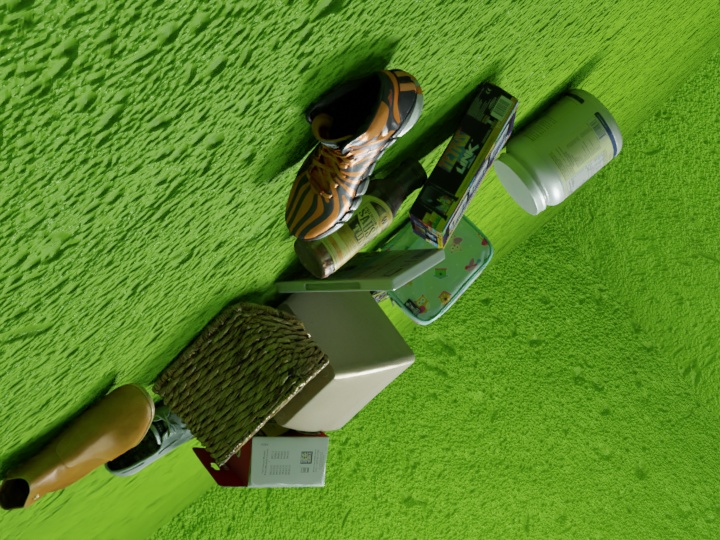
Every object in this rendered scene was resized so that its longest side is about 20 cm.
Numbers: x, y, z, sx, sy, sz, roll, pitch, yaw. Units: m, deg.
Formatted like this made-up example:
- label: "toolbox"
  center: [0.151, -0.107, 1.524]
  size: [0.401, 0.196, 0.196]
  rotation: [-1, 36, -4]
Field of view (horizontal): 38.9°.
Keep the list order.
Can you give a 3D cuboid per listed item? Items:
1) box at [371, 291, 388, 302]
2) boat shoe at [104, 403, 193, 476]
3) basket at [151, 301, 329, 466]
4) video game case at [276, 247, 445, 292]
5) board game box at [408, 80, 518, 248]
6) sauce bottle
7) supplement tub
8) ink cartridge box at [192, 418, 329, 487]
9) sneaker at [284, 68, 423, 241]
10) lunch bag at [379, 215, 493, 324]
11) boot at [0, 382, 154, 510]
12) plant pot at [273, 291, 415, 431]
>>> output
- label: "box"
  center: [0.055, 0.006, 1.967]
  size: [0.160, 0.044, 0.199]
  rotation: [-44, 171, 23]
- label: "boat shoe"
  center: [-0.301, 0.245, 1.543]
  size: [0.200, 0.070, 0.072]
  rotation: [-38, 175, -1]
- label: "basket"
  center: [-0.160, 0.138, 1.414]
  size: [0.200, 0.149, 0.143]
  rotation: [-45, 176, 23]
- label: "video game case"
  center: [0.000, 0.000, 1.419]
  size: [0.197, 0.018, 0.143]
  rotation: [-2, -163, 36]
- label: "board game box"
  center: [0.138, -0.137, 1.382]
  size: [0.202, 0.056, 0.165]
  rotation: [-59, 173, -4]
- label: "sauce bottle"
  center: [0.005, -0.072, 1.295]
  size: [0.200, 0.066, 0.066]
  rotation: [-42, 173, -21]
- label: "supplement tub"
  center: [0.349, -0.209, 1.816]
  size: [0.199, 0.146, 0.145]
  rotation: [-39, 171, -5]
- label: "ink cartridge box"
  center: [-0.166, 0.280, 1.650]
  size: [0.173, 0.086, 0.199]
  rotation: [4, -174, -24]
- label: "sneaker"
  center: [-0.029, -0.112, 0.967]
  size: [0.201, 0.077, 0.112]
  rotation: [-55, 162, 20]
- label: "lunch bag"
  center: [0.119, -0.016, 1.768]
  size: [0.200, 0.160, 0.077]
  rotation: [-45, 177, -2]
- label: "boot"
  center: [-0.345, 0.221, 1.230]
  size: [0.201, 0.071, 0.144]
  rotation: [-40, 176, 33]
- label: "plant pot"
  center: [-0.074, 0.129, 1.559]
  size: [0.200, 0.201, 0.176]
  rotation: [-44, 165, 26]
